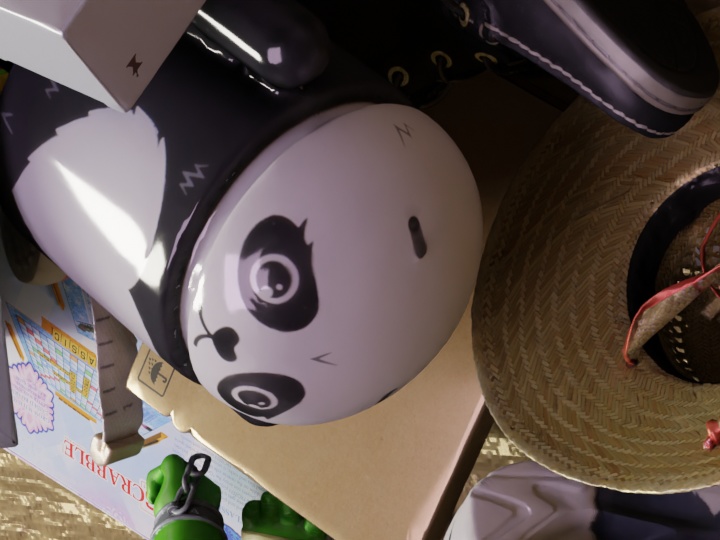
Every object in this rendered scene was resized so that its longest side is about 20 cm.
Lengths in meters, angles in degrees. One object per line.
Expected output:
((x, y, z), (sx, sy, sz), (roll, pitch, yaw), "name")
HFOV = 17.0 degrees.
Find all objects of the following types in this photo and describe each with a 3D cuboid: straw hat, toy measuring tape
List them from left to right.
((-0.133, -0.017, 1.045), (0.073, 0.073, 0.202), (2, 101, 44), "toy measuring tape")
((0.139, 0.010, 0.833), (0.200, 0.202, 0.085), (-4, 150, 46), "straw hat")

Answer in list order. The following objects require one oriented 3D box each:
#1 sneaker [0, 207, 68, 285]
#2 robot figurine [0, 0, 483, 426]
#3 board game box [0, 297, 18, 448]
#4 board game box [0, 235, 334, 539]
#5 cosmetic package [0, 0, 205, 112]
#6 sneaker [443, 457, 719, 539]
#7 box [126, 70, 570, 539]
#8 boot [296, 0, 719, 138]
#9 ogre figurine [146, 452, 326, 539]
((-0.083, -0.089, 0.978), (0.075, 0.104, 0.202), (14, 96, 62), "sneaker")
((-0.050, -0.032, 0.834), (0.200, 0.150, 0.125), (38, 90, 31), "robot figurine")
((-0.170, -0.025, 0.908), (0.200, 0.064, 0.149), (-135, 40, -77), "board game box")
((-0.090, 0.031, 1.110), (0.199, 0.041, 0.201), (28, 126, 33), "board game box")
((-0.083, -0.165, 0.794), (0.150, 0.201, 0.052), (24, 164, 32), "cosmetic package")
((0.114, 0.124, 0.871), (0.130, 0.198, 0.080), (116, 145, -56), "sneaker")
((0.000, 0.000, 0.968), (0.163, 0.021, 0.201), (32, 108, 29), "box")
((0.028, -0.072, 0.891), (0.204, 0.073, 0.154), (45, 118, 31), "boot")
((-0.027, 0.181, 1.027), (0.097, 0.120, 0.201), (-15, 112, 18), "ogre figurine")
